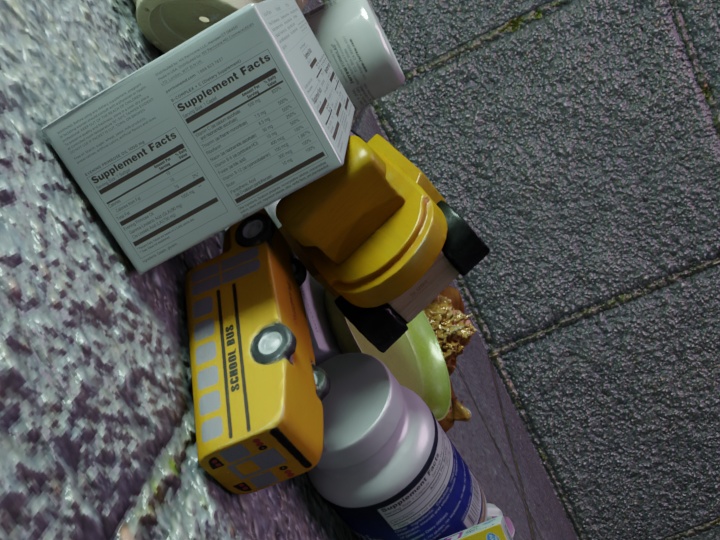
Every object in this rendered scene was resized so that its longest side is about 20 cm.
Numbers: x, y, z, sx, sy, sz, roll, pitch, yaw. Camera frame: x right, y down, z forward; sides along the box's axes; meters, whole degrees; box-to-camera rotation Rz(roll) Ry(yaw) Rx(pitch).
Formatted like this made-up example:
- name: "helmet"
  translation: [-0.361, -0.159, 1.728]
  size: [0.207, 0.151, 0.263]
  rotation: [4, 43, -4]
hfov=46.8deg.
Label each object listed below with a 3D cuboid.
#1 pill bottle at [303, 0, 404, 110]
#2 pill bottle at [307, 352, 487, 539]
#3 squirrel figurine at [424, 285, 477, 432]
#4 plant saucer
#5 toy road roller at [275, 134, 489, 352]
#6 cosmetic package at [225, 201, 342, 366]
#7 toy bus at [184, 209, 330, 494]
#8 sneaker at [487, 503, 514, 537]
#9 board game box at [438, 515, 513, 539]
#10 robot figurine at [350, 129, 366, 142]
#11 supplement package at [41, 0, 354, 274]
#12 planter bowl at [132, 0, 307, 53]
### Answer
- name: "pill bottle"
  translation: [-0.063, -0.209, 0.901]
  size: [0.114, 0.200, 0.114]
  rotation: [61, 10, -20]
- name: "pill bottle"
  translation: [0.023, 0.167, 0.705]
  size: [0.200, 0.116, 0.116]
  rotation: [58, 12, -37]
- name: "squirrel figurine"
  translation: [0.069, 0.101, 1.006]
  size: [0.200, 0.141, 0.187]
  rotation: [84, 2, -59]
- name: "plant saucer"
  translation: [0.022, 0.061, 0.817]
  size: [0.200, 0.031, 0.200]
  rotation: [48, 23, -28]
- name: "toy road roller"
  translation: [-0.006, -0.048, 0.660]
  size: [0.146, 0.123, 0.200]
  rotation: [45, 3, -41]
- name: "cosmetic package"
  translation: [-0.069, 0.002, 0.804]
  size: [0.151, 0.052, 0.200]
  rotation: [42, 25, -70]
- name: "toy bus"
  translation: [-0.075, 0.046, 0.582]
  size: [0.065, 0.078, 0.200]
  rotation: [57, 13, -46]
- name: "sneaker"
  translation: [0.093, 0.274, 0.956]
  size: [0.080, 0.089, 0.200]
  rotation: [8, 20, -26]
- name: "board game box"
  translation: [0.089, 0.312, 0.648]
  size: [0.200, 0.134, 0.034]
  rotation: [67, 10, 9]
- name: "robot figurine"
  translation: [-0.039, -0.107, 1.001]
  size: [0.200, 0.150, 0.125]
  rotation: [-92, 169, -66]
- name: "supplement package"
  translation: [-0.099, -0.109, 0.594]
  size: [0.111, 0.156, 0.200]
  rotation: [60, 11, -16]
- name: "planter bowl"
  translation: [-0.138, -0.277, 0.783]
  size: [0.200, 0.200, 0.135]
  rotation: [48, 47, -60]
